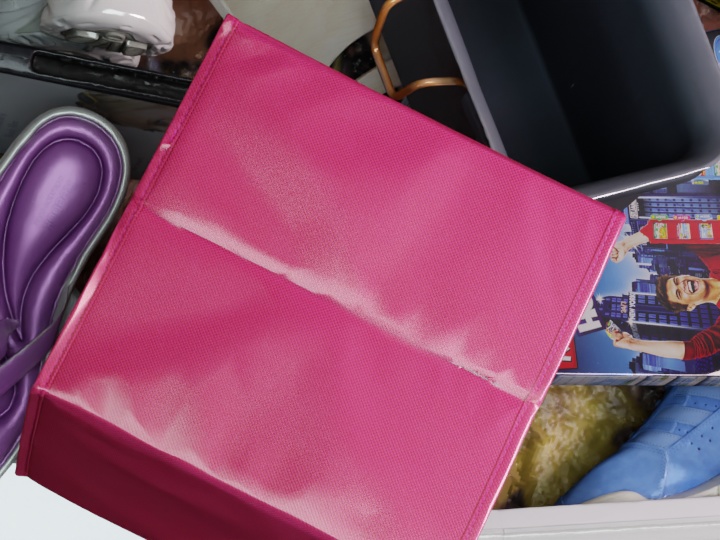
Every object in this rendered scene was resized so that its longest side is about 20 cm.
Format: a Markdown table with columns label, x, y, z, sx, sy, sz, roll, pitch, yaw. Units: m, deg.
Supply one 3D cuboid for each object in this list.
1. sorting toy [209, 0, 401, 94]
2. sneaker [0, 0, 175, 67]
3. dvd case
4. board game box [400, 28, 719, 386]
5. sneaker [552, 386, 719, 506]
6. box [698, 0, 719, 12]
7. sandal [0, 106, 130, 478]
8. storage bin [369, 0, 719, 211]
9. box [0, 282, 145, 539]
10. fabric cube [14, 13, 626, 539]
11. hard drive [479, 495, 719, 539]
| label | x | y | z | sx | sy | sz | roll | pitch | yaw |
| --- | --- | --- | --- | --- | --- | --- | --- | --- | --- |
| sorting toy | -0.003 | -0.168 | 1.536 | 0.200 | 0.107 | 0.180 | -23 | 107 | -14 |
| sneaker | -0.130 | -0.152 | 1.463 | 0.078 | 0.200 | 0.100 | 14 | 85 | -23 |
| dvd case | -0.128 | -0.076 | 1.493 | 0.200 | 0.143 | 0.018 | 11 | 75 | -10 |
| board game box | 0.116 | -0.031 | 1.533 | 0.199 | 0.062 | 0.200 | 1 | 69 | -13 |
| sneaker | 0.174 | 0.086 | 1.591 | 0.200 | 0.111 | 0.077 | -29 | 139 | 23 |
| box | 0.207 | -0.163 | 1.535 | 0.200 | 0.160 | 0.049 | 27 | 89 | -11 |
| sandal | -0.174 | 0.014 | 1.403 | 0.082 | 0.050 | 0.203 | 22 | 88 | -7 |
| storage bin | 0.071 | -0.102 | 1.441 | 0.145 | 0.134 | 0.200 | -15 | 73 | -20 |
| box | -0.186 | 0.113 | 1.497 | 0.199 | 0.131 | 0.200 | -40 | 98 | -5 |
| fabric cube | -0.023 | 0.035 | 1.352 | 0.199 | 0.196 | 0.200 | 27 | 74 | 0 |
| hard drive | 0.146 | 0.172 | 1.571 | 0.200 | 0.026 | 0.132 | -2 | 135 | -9 |
